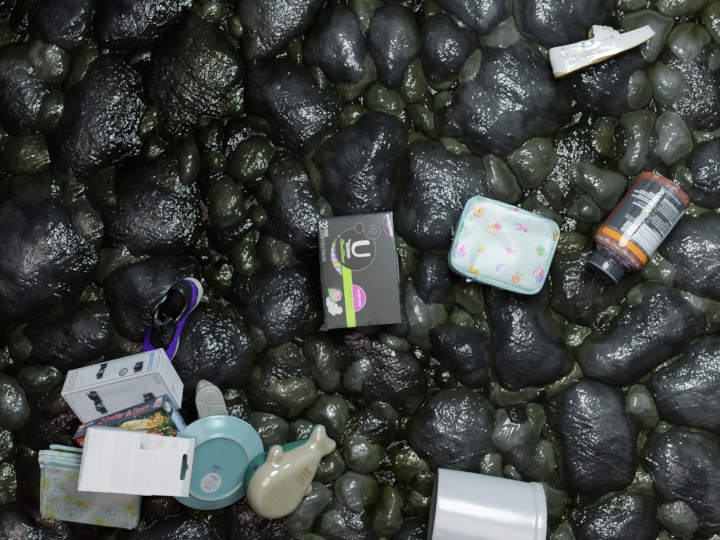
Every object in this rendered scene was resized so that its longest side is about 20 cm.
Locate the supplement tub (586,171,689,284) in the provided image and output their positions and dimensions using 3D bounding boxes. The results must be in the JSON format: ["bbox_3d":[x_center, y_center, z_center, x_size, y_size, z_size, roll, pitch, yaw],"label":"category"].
[{"bbox_3d":[0.511,-0.075,1.248,0.106,0.107,0.201,38,93,1],"label":"supplement tub"}]

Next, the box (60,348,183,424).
[{"bbox_3d":[-0.459,0.232,1.299,0.195,0.061,0.118,-15,129,3],"label":"box"}]

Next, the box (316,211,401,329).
[{"bbox_3d":[0.000,0.000,1.267,0.144,0.124,0.206,-5,90,3],"label":"box"}]

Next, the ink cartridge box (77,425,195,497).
[{"bbox_3d":[-0.409,0.354,1.235,0.195,0.050,0.112,8,80,-11],"label":"ink cartridge box"}]

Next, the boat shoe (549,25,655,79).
[{"bbox_3d":[0.452,-0.429,1.259,0.196,0.071,0.071,-20,92,4],"label":"boat shoe"}]

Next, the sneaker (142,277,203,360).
[{"bbox_3d":[-0.383,0.107,1.298,0.068,0.100,0.204,26,95,2],"label":"sneaker"}]

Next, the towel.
[{"bbox_3d":[-0.524,0.421,1.300,0.195,0.049,0.174,12,121,-9],"label":"towel"}]

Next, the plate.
[{"bbox_3d":[-0.281,0.379,1.296,0.195,0.026,0.205,-6,107,-21],"label":"plate"}]

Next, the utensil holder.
[{"bbox_3d":[0.230,0.470,1.247,0.195,0.170,0.175,8,92,4],"label":"utensil holder"}]

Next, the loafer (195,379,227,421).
[{"bbox_3d":[-0.289,0.313,1.325,0.070,0.063,0.205,-12,108,-22],"label":"loafer"}]

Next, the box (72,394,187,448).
[{"bbox_3d":[-0.436,0.334,1.304,0.196,0.038,0.139,-20,118,8],"label":"box"}]

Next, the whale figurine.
[{"bbox_3d":[-0.143,0.380,1.303,0.200,0.103,0.160,-44,129,-15],"label":"whale figurine"}]

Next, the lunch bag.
[{"bbox_3d":[0.265,-0.044,1.276,0.195,0.077,0.164,18,94,2],"label":"lunch bag"}]
